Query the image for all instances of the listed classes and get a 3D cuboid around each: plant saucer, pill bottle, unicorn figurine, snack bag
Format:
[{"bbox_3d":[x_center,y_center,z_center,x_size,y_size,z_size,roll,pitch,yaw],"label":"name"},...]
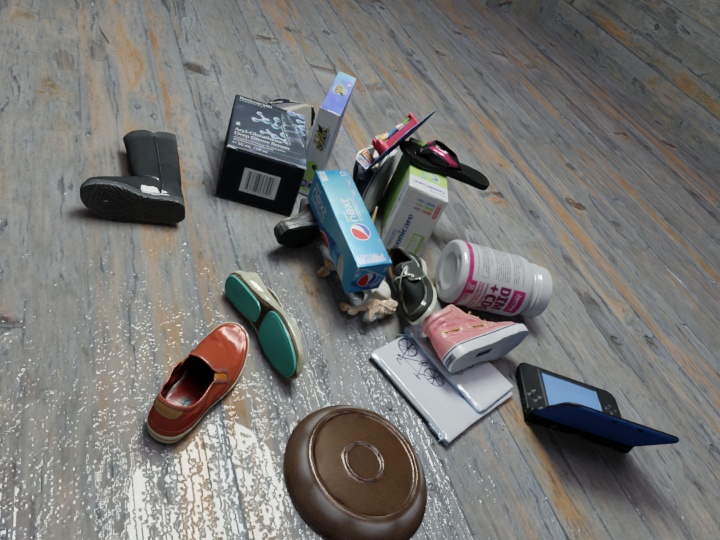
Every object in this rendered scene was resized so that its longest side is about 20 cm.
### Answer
[{"bbox_3d":[0.001,0.248,0.769,0.195,0.032,0.203,18,37,-14],"label":"plant saucer"},{"bbox_3d":[0.246,0.020,1.126,0.195,0.115,0.115,12,38,-19],"label":"pill bottle"},{"bbox_3d":[0.000,0.000,1.044,0.135,0.074,0.204,-8,65,-39],"label":"unicorn figurine"},{"bbox_3d":[0.128,0.159,0.963,0.197,0.022,0.189,-18,56,-44],"label":"snack bag"}]

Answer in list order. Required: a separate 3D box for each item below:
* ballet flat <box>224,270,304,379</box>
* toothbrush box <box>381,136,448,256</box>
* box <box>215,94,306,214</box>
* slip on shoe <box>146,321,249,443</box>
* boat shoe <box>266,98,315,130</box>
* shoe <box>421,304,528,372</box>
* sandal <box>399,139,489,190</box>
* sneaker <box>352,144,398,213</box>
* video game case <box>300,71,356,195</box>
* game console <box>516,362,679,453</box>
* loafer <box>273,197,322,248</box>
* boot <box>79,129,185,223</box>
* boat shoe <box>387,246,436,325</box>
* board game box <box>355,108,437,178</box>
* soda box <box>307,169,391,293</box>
[{"bbox_3d":[-0.125,0.068,0.880,0.061,0.068,0.201,-4,46,-48],"label":"ballet flat"},{"bbox_3d":[0.105,-0.145,1.210,0.084,0.148,0.202,20,36,-8],"label":"toothbrush box"},{"bbox_3d":[-0.184,-0.221,1.154,0.145,0.109,0.203,13,38,-17],"label":"box"},{"bbox_3d":[-0.195,0.126,0.767,0.073,0.062,0.201,27,35,5],"label":"slip on shoe"},{"bbox_3d":[-0.199,-0.325,1.316,0.197,0.077,0.092,-18,33,-39],"label":"boat shoe"},{"bbox_3d":[0.189,0.097,0.999,0.196,0.072,0.092,-10,51,-39],"label":"shoe"},{"bbox_3d":[0.166,-0.214,1.168,0.195,0.046,0.076,19,37,-13],"label":"sandal"},{"bbox_3d":[0.016,-0.194,1.272,0.077,0.080,0.202,18,41,8],"label":"sneaker"},{"bbox_3d":[-0.069,-0.277,1.228,0.044,0.184,0.202,21,36,-5],"label":"video game case"},{"bbox_3d":[0.369,0.207,0.973,0.195,0.120,0.173,19,37,-11],"label":"game console"},{"bbox_3d":[-0.089,-0.092,1.078,0.073,0.072,0.198,57,33,9],"label":"loafer"},{"bbox_3d":[-0.374,-0.169,1.005,0.161,0.066,0.203,12,41,-33],"label":"boot"},{"bbox_3d":[0.080,0.023,1.032,0.067,0.072,0.201,40,19,-21],"label":"boat shoe"},{"bbox_3d":[0.062,-0.261,1.179,0.039,0.157,0.200,49,47,-4],"label":"board game box"},{"bbox_3d":[-0.022,-0.067,0.989,0.063,0.068,0.203,-7,56,-27],"label":"soda box"}]
